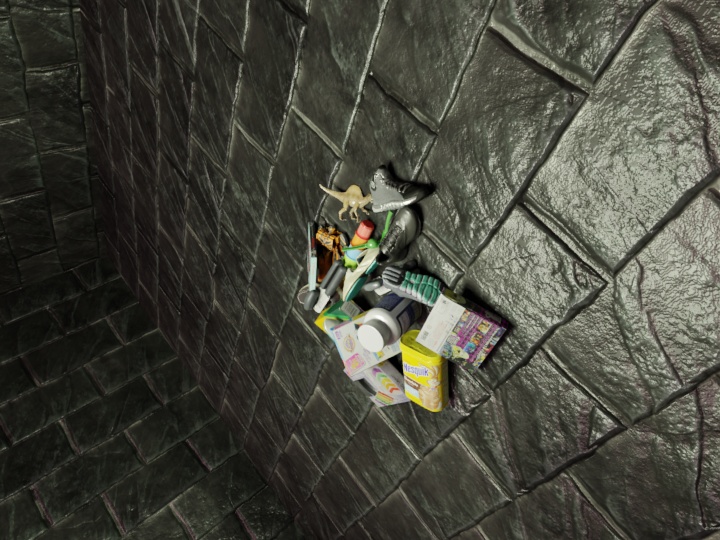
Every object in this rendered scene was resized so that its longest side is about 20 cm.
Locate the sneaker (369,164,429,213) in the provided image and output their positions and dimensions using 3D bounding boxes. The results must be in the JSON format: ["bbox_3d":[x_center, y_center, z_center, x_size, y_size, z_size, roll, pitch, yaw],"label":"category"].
[{"bbox_3d":[0.084,-0.217,1.298,0.199,0.075,0.117,-7,105,52],"label":"sneaker"}]

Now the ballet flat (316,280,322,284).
[{"bbox_3d":[-0.088,0.114,1.708,0.201,0.064,0.076,52,147,13],"label":"ballet flat"}]

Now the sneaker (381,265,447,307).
[{"bbox_3d":[0.151,0.051,1.375,0.198,0.075,0.088,26,159,7],"label":"sneaker"}]

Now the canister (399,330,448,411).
[{"bbox_3d":[0.189,0.293,1.479,0.148,0.086,0.202,21,128,41],"label":"canister"}]

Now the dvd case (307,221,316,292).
[{"bbox_3d":[-0.155,-0.042,1.628,0.201,0.022,0.147,-102,15,-51],"label":"dvd case"}]

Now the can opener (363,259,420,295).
[{"bbox_3d":[0.089,0.028,1.453,0.199,0.066,0.053,-29,92,48],"label":"can opener"}]

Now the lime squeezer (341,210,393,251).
[{"bbox_3d":[0.037,-0.089,1.423,0.199,0.070,0.038,-36,50,33],"label":"lime squeezer"}]

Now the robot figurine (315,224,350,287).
[{"bbox_3d":[-0.093,-0.047,1.618,0.144,0.058,0.202,24,129,36],"label":"robot figurine"}]

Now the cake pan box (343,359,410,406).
[{"bbox_3d":[0.059,0.357,1.658,0.185,0.052,0.199,49,144,-9],"label":"cake pan box"}]

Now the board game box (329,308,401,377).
[{"bbox_3d":[0.027,0.203,1.521,0.040,0.198,0.155,-165,52,-77],"label":"board game box"}]

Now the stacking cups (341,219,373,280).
[{"bbox_3d":[-0.017,-0.059,1.504,0.060,0.060,0.201,42,132,23],"label":"stacking cups"}]

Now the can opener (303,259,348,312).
[{"bbox_3d":[-0.109,0.053,1.537,0.053,0.066,0.201,52,128,26],"label":"can opener"}]

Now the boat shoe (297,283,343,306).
[{"bbox_3d":[-0.142,0.085,1.650,0.198,0.065,0.073,-4,114,41],"label":"boat shoe"}]

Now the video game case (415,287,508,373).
[{"bbox_3d":[0.255,0.158,1.313,0.180,0.036,0.201,28,135,9],"label":"video game case"}]

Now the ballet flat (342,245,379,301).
[{"bbox_3d":[0.000,0.000,1.483,0.069,0.069,0.200,45,105,20],"label":"ballet flat"}]

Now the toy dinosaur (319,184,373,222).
[{"bbox_3d":[-0.030,-0.197,1.471,0.198,0.058,0.102,15,109,35],"label":"toy dinosaur"}]

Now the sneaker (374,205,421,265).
[{"bbox_3d":[0.096,-0.083,1.351,0.076,0.090,0.201,43,137,24],"label":"sneaker"}]

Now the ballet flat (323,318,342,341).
[{"bbox_3d":[-0.035,0.209,1.567,0.069,0.070,0.201,1,137,49],"label":"ballet flat"}]

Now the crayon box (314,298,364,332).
[{"bbox_3d":[-0.025,0.191,1.633,0.200,0.058,0.172,43,143,-11],"label":"crayon box"}]

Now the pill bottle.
[{"bbox_3d":[0.078,0.137,1.403,0.110,0.200,0.112,17,124,28],"label":"pill bottle"}]
